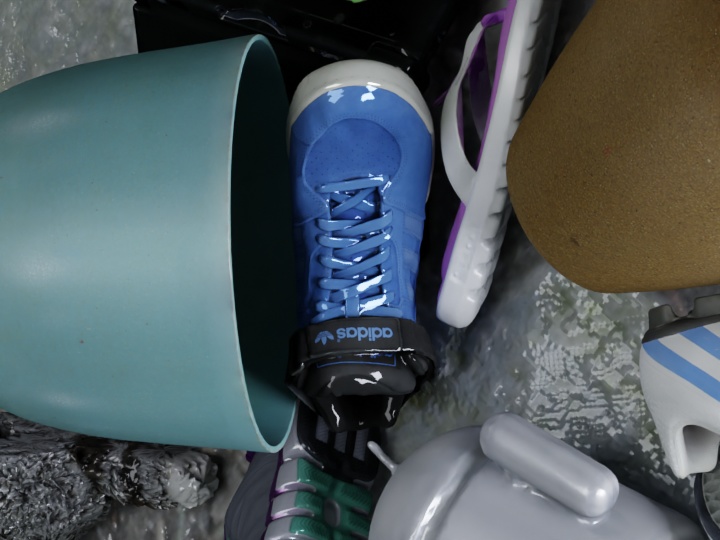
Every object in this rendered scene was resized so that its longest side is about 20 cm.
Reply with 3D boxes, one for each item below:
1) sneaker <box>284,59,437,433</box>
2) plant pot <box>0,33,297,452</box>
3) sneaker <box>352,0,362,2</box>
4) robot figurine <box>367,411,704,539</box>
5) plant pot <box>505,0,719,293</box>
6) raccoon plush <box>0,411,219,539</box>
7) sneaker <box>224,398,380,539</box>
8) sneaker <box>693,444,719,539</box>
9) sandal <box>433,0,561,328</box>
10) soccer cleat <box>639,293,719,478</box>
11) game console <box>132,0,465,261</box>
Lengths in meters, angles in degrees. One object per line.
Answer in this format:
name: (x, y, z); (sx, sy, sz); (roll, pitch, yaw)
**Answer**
sneaker: (0.001, 0.000, 0.874); (0.200, 0.076, 0.112); (96, 170, -52)
plant pot: (-0.121, -0.011, 0.888); (0.160, 0.201, 0.202); (-2, 92, 8)
sneaker: (0.016, -0.213, 0.855); (0.077, 0.084, 0.200); (28, 130, 8)
robot figurine: (0.085, 0.146, 0.870); (0.199, 0.113, 0.170); (25, 130, 30)
plant pot: (0.160, -0.072, 0.784); (0.200, 0.186, 0.187); (-33, 74, 46)
raccoon plush: (-0.182, 0.165, 1.073); (0.199, 0.097, 0.135); (10, 106, 33)
sneaker: (-0.038, 0.158, 0.947); (0.087, 0.074, 0.201); (-37, 31, 42)
sneaker: (0.225, 0.163, 0.797); (0.077, 0.147, 0.202); (-31, 29, -4)
sandal: (0.057, -0.070, 0.890); (0.050, 0.082, 0.204); (14, 103, 8)
soccer cleat: (0.204, 0.043, 0.771); (0.200, 0.070, 0.087); (-18, 77, 50)
game console: (-0.022, -0.129, 0.984); (0.199, 0.116, 0.176); (22, 75, 31)
